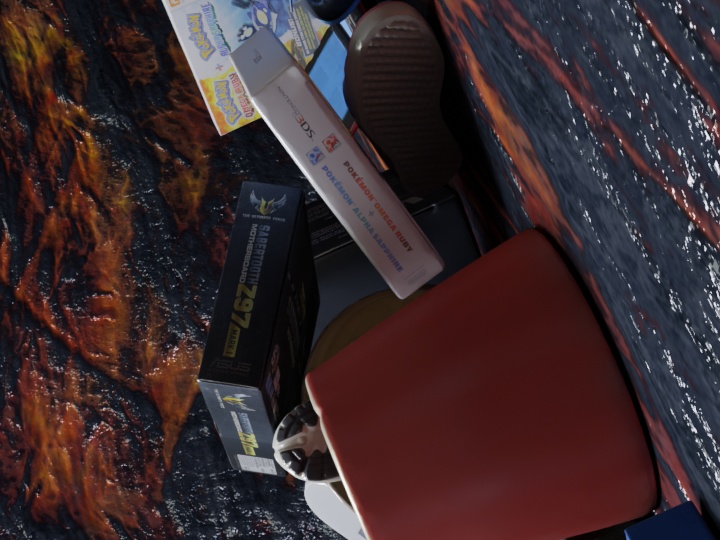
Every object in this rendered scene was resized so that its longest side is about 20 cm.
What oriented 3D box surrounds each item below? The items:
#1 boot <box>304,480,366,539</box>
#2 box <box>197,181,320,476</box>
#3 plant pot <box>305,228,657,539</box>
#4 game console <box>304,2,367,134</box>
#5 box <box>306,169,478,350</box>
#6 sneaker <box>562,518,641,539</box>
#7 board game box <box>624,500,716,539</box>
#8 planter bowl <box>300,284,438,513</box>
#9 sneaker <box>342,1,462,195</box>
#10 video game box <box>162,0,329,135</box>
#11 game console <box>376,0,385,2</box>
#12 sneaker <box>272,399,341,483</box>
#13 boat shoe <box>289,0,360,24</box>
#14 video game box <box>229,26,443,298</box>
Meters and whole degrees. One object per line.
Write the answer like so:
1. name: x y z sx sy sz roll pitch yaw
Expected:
1. boot: 0.052 0.214 1.141 0.200 0.096 0.074 41 139 4
2. box: -0.071 0.050 1.016 0.201 0.050 0.160 86 -168 -63
3. plant pot: 0.070 0.099 0.860 0.200 0.175 0.203 156 90 -87
4. game console: -0.048 -0.212 1.269 0.173 0.118 0.200 59 -178 -30
5. box: 0.000 0.000 1.249 0.200 0.194 0.119 -122 9 -74
6. sneaker: 0.172 0.223 0.869 0.115 0.075 0.199 64 -176 3
7. board game box: 0.205 0.245 0.730 0.201 0.044 0.153 71 176 -46
8. planter bowl: 0.068 0.102 1.093 0.203 0.198 0.134 67 -155 -1
9. sneaker: 0.017 -0.147 0.993 0.105 0.075 0.201 60 178 31
10. video game box: -0.121 -0.281 1.561 0.047 0.180 0.201 -116 4 -51
11. game console: -0.063 -0.291 0.968 0.171 0.117 0.202 84 164 -80
12. sneaker: 0.032 0.106 0.986 0.080 0.197 0.079 87 171 -79
13. boat shoe: -0.048 -0.267 1.112 0.068 0.084 0.201 35 -165 -32
14. video game box: -0.023 -0.087 1.004 0.183 0.047 0.200 55 -178 -19
